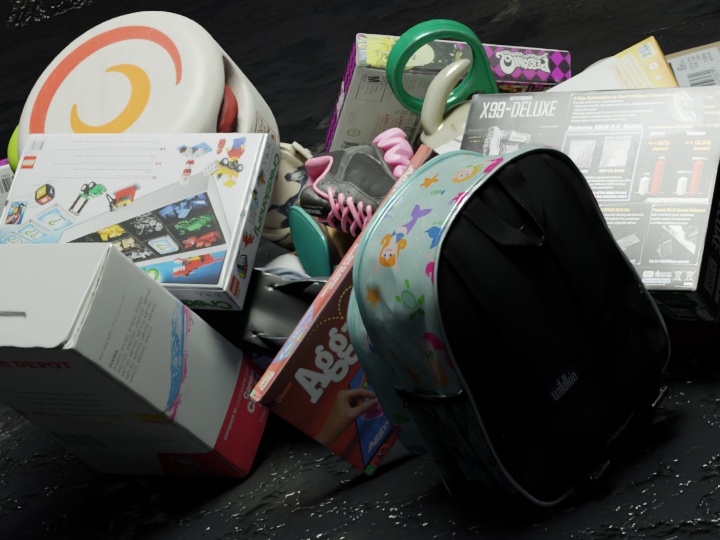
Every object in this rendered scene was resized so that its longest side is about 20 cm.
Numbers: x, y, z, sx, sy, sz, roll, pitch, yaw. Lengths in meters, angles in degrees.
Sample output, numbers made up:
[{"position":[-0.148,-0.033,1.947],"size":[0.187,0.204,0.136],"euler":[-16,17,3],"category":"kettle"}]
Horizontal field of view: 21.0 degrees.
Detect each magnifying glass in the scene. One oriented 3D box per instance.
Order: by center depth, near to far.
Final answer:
[{"position":[0.097,-0.136,1.571],"size":[0.080,0.200,0.022],"euler":[-44,43,14],"category":"magnifying glass"}]

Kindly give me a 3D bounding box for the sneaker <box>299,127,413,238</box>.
[{"position":[0.005,-0.044,1.430],"size":[0.095,0.079,0.200],"euler":[-5,22,-10],"category":"sneaker"}]

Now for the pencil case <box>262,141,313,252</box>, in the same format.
[{"position":[-0.050,-0.060,1.651],"size":[0.078,0.090,0.200],"euler":[29,1,11],"category":"pencil case"}]

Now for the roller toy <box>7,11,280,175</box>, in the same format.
[{"position":[-0.161,-0.096,1.525],"size":[0.182,0.140,0.200],"euler":[-46,49,-5],"category":"roller toy"}]

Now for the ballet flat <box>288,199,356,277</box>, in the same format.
[{"position":[0.000,0.000,1.479],"size":[0.063,0.069,0.200],"euler":[-11,31,-15],"category":"ballet flat"}]

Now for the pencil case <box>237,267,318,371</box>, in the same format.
[{"position":[-0.097,0.043,1.477],"size":[0.083,0.091,0.200],"euler":[-31,16,-27],"category":"pencil case"}]

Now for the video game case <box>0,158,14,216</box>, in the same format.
[{"position":[-0.226,-0.024,1.668],"size":[0.200,0.181,0.036],"euler":[-16,15,6],"category":"video game case"}]

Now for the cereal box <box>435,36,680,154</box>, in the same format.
[{"position":[0.152,-0.068,1.412],"size":[0.200,0.040,0.144],"euler":[-27,51,10],"category":"cereal box"}]

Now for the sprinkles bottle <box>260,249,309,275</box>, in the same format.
[{"position":[0.001,-0.013,1.615],"size":[0.068,0.068,0.200],"euler":[4,28,47],"category":"sprinkles bottle"}]

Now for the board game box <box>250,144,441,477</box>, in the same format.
[{"position":[0.024,0.028,1.281],"size":[0.200,0.103,0.019],"euler":[-56,25,-3],"category":"board game box"}]

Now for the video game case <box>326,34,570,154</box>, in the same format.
[{"position":[0.071,-0.138,1.680],"size":[0.181,0.036,0.200],"euler":[4,-21,-6],"category":"video game case"}]

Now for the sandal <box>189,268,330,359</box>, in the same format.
[{"position":[-0.037,0.034,1.349],"size":[0.200,0.043,0.076],"euler":[9,63,4],"category":"sandal"}]

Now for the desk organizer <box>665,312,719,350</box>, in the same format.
[{"position":[0.251,-0.017,1.408],"size":[0.077,0.072,0.200],"euler":[-14,19,16],"category":"desk organizer"}]

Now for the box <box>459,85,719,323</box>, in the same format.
[{"position":[0.157,-0.046,1.336],"size":[0.200,0.050,0.158],"euler":[0,64,29],"category":"box"}]

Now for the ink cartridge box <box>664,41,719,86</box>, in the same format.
[{"position":[0.258,-0.125,1.695],"size":[0.165,0.075,0.200],"euler":[-13,20,8],"category":"ink cartridge box"}]

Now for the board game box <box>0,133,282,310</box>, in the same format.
[{"position":[-0.163,-0.037,1.380],"size":[0.200,0.035,0.126],"euler":[2,63,24],"category":"board game box"}]

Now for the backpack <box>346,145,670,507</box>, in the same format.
[{"position":[0.083,0.024,1.203],"size":[0.150,0.200,0.178],"euler":[7,43,46],"category":"backpack"}]

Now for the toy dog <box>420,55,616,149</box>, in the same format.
[{"position":[0.158,-0.098,1.546],"size":[0.200,0.194,0.140],"euler":[-24,7,-2],"category":"toy dog"}]

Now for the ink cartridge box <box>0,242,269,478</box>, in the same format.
[{"position":[-0.176,0.065,1.340],"size":[0.147,0.200,0.086],"euler":[0,58,36],"category":"ink cartridge box"}]
